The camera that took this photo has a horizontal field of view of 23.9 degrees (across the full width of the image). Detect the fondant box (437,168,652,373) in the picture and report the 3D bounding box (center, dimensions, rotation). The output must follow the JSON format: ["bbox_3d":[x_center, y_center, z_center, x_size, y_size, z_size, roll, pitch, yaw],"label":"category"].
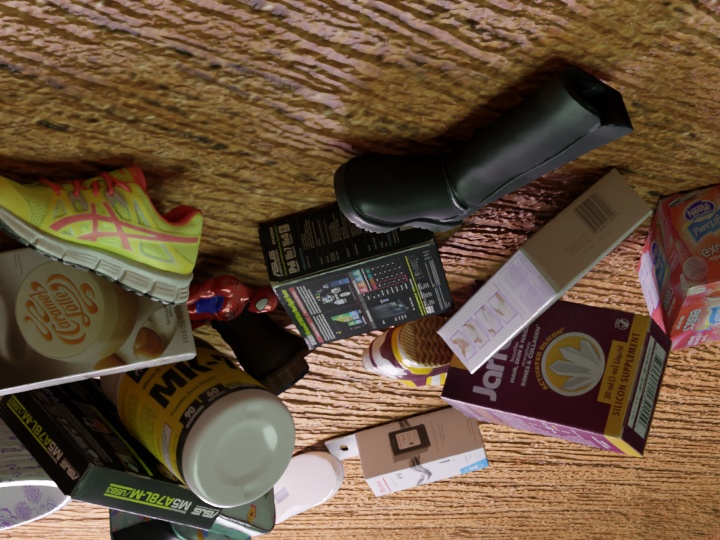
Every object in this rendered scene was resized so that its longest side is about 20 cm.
[{"bbox_3d":[0.170,0.003,1.598,0.144,0.058,0.200,-38,172,-31],"label":"fondant box"}]

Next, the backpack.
[{"bbox_3d":[-0.185,0.208,1.792,0.153,0.201,0.176,-28,152,19],"label":"backpack"}]

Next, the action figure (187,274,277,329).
[{"bbox_3d":[-0.171,0.038,1.534,0.199,0.052,0.065,-11,155,8],"label":"action figure"}]

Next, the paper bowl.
[{"bbox_3d":[-0.400,0.204,1.766,0.200,0.105,0.201,-13,159,-5],"label":"paper bowl"}]

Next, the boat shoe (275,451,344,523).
[{"bbox_3d":[-0.068,0.286,2.259,0.068,0.072,0.200,-21,163,-39],"label":"boat shoe"}]

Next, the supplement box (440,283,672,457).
[{"bbox_3d":[0.203,0.101,1.743,0.199,0.132,0.103,10,168,26],"label":"supplement box"}]

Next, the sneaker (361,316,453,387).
[{"bbox_3d":[0.094,0.091,1.861,0.199,0.075,0.090,12,157,-39],"label":"sneaker"}]

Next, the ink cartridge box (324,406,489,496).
[{"bbox_3d":[0.062,0.240,2.217,0.199,0.067,0.116,-15,160,3],"label":"ink cartridge box"}]

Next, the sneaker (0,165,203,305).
[{"bbox_3d":[-0.207,-0.046,1.307,0.199,0.091,0.078,23,-177,-35],"label":"sneaker"}]

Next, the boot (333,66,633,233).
[{"bbox_3d":[0.098,-0.096,1.364,0.200,0.066,0.164,-26,165,36],"label":"boot"}]

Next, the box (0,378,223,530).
[{"bbox_3d":[-0.248,0.161,1.620,0.048,0.200,0.193,-55,142,6],"label":"box"}]

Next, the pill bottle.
[{"bbox_3d":[-0.157,0.127,1.578,0.114,0.200,0.115,-16,119,-31],"label":"pill bottle"}]

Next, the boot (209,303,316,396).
[{"bbox_3d":[-0.097,0.060,1.666,0.075,0.097,0.200,-33,-173,-1],"label":"boot"}]

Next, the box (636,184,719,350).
[{"bbox_3d":[0.349,-0.002,1.730,0.094,0.103,0.200,-13,158,-3],"label":"box"}]

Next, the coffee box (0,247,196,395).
[{"bbox_3d":[-0.244,0.036,1.398,0.199,0.115,0.080,-12,177,-9],"label":"coffee box"}]

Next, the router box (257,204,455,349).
[{"bbox_3d":[0.000,0.000,1.558,0.149,0.062,0.200,-16,160,3],"label":"router box"}]
